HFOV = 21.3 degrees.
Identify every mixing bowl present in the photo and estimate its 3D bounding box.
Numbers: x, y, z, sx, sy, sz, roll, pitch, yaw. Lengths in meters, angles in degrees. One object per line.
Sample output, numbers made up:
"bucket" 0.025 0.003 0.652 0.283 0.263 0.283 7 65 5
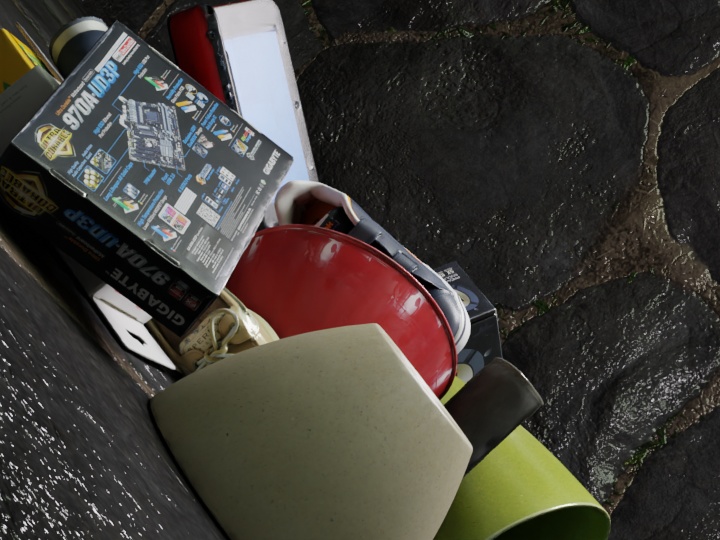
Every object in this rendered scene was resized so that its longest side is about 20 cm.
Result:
"mixing bowl" -0.038 0.074 1.467 0.200 0.108 0.200 18 -43 17

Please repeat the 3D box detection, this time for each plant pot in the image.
"plant pot" 0.079 0.182 1.622 0.200 0.187 0.187 56 3 32

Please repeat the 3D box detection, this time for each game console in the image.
"game console" -0.081 -0.130 1.611 0.172 0.119 0.200 -172 -112 -72

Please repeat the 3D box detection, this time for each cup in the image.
"cup" -0.015 0.116 1.206 0.200 0.143 0.200 53 0 0

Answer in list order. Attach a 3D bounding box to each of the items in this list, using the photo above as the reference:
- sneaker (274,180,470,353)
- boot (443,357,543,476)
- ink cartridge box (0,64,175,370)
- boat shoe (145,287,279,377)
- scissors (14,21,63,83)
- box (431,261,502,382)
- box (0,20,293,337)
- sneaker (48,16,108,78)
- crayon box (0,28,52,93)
"sneaker" 0.000 0.000 1.520 0.200 0.078 0.079 40 -1 33
"boot" 0.054 0.151 1.463 0.073 0.200 0.182 55 1 -2
"ink cartridge box" -0.175 -0.034 1.327 0.200 0.068 0.115 53 3 16
"boat shoe" -0.125 0.035 1.391 0.200 0.073 0.063 44 4 21
"scissors" -0.202 -0.108 1.482 0.200 0.014 0.073 52 3 1
"box" 0.045 0.117 1.761 0.086 0.164 0.200 -127 -158 -48
"box" -0.139 -0.065 1.251 0.159 0.046 0.200 37 31 -9
"sneaker" -0.185 -0.125 1.577 0.082 0.070 0.200 55 6 34
"crayon box" -0.243 -0.110 1.493 0.200 0.052 0.126 52 1 8
